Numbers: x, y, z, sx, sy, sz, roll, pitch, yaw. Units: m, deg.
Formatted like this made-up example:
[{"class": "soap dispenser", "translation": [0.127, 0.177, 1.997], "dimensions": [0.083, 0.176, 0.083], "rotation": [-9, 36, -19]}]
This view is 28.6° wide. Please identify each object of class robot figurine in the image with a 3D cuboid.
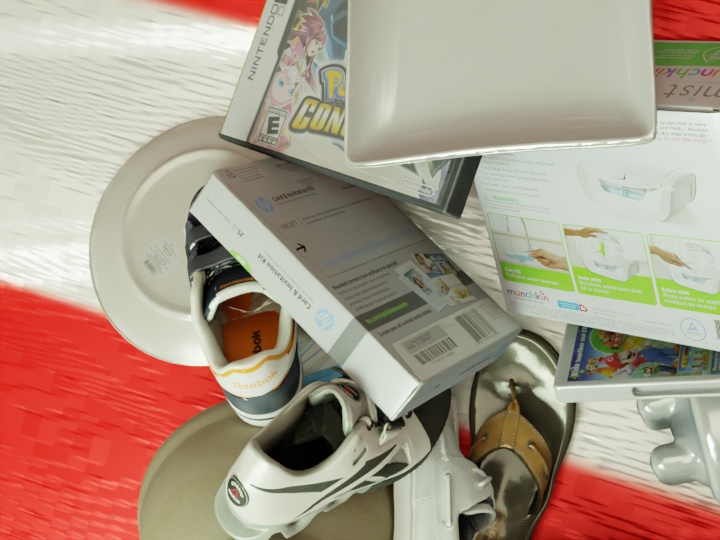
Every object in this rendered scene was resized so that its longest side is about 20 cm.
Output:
[{"class": "robot figurine", "translation": [0.292, 0.093, 0.958], "dimensions": [0.199, 0.113, 0.170], "rotation": [-13, 75, 12]}]

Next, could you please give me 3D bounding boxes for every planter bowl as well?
[{"class": "planter bowl", "translation": [-0.060, 0.205, 0.983], "dimensions": [0.199, 0.135, 0.201], "rotation": [-2, 114, -3]}]

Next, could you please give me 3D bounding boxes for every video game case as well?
[{"class": "video game case", "translation": [0.238, 0.032, 0.953], "dimensions": [0.199, 0.143, 0.018], "rotation": [-4, 127, 22]}, {"class": "video game case", "translation": [0.011, -0.147, 0.930], "dimensions": [0.199, 0.025, 0.181], "rotation": [21, 92, 35]}]

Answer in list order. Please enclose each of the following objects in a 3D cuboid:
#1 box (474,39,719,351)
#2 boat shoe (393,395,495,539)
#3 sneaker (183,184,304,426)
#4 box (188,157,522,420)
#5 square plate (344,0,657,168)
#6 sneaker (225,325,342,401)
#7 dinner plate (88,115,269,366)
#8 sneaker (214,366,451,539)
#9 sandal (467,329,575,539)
[{"class": "box", "translation": [0.178, -0.053, 0.917], "dimensions": [0.199, 0.097, 0.177], "rotation": [9, 127, 42]}, {"class": "boat shoe", "translation": [0.061, 0.168, 0.979], "dimensions": [0.068, 0.072, 0.201], "rotation": [-7, 53, 20]}, {"class": "sneaker", "translation": [-0.083, 0.004, 0.988], "dimensions": [0.078, 0.080, 0.201], "rotation": [-18, 58, -1]}, {"class": "box", "translation": [0.000, 0.000, 0.968], "dimensions": [0.200, 0.156, 0.041], "rotation": [46, 120, 14]}, {"class": "square plate", "translation": [0.084, -0.165, 0.855], "dimensions": [0.197, 0.028, 0.201], "rotation": [-3, 81, 27]}, {"class": "sneaker", "translation": [-0.014, 0.063, 1.053], "dimensions": [0.199, 0.075, 0.087], "rotation": [-18, 56, 1]}, {"class": "dinner plate", "translation": [-0.118, -0.027, 1.075], "dimensions": [0.199, 0.024, 0.201], "rotation": [-4, 73, 14]}, {"class": "sneaker", "translation": [-0.003, 0.101, 0.924], "dimensions": [0.074, 0.200, 0.089], "rotation": [42, 138, 20]}, {"class": "sandal", "translation": [0.103, 0.143, 1.029], "dimensions": [0.081, 0.055, 0.201], "rotation": [18, 93, 12]}]
